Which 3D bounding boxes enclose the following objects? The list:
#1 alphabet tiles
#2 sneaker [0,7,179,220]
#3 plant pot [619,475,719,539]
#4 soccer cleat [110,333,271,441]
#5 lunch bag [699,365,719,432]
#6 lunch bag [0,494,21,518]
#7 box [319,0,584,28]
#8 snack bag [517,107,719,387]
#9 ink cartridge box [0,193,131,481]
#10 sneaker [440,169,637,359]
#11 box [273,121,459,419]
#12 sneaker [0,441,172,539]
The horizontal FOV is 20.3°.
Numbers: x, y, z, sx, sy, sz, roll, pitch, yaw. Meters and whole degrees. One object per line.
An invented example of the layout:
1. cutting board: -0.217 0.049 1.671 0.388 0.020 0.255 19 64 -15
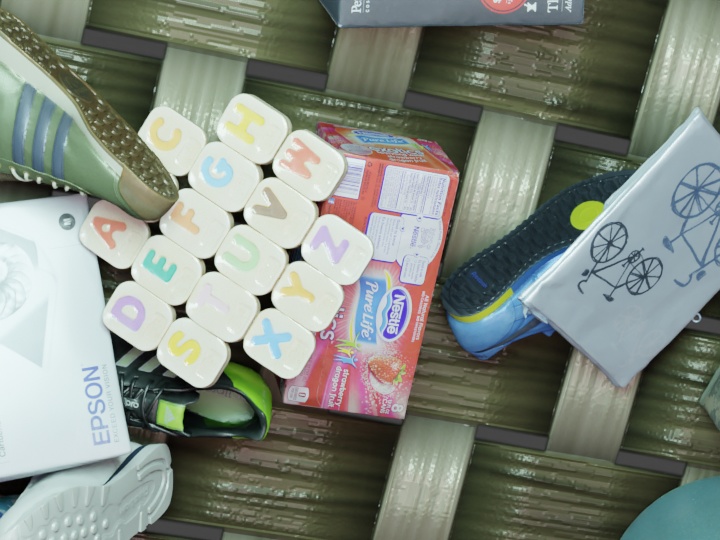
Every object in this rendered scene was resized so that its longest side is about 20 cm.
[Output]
1. alphabet tiles: -0.098 -0.021 1.448 0.195 0.015 0.201 34 97 9
2. sneaker: -0.224 -0.091 1.441 0.200 0.067 0.090 45 108 6
3. plant pot: 0.314 0.289 1.656 0.198 0.135 0.202 -3 110 -9
4. soccer cleat: -0.162 0.092 1.528 0.198 0.081 0.068 7 107 -13
5. lunch bag: 0.369 0.066 1.574 0.117 0.164 0.201 22 104 -11
6. lunch bag: -0.279 0.282 1.534 0.082 0.160 0.201 1 121 -58
7. box: 0.066 -0.280 1.432 0.180 0.104 0.202 -2 109 -8
8. snack bag: 0.227 -0.010 1.553 0.200 0.021 0.188 -47 140 5
9. ink cartridge box: -0.279 0.054 1.456 0.198 0.041 0.201 -10 85 -18
10. sneaker: 0.157 -0.003 1.572 0.199 0.066 0.079 -34 131 -1
11. box: 0.000 0.000 1.519 0.099 0.096 0.202 8 106 -12
12. sneaker: -0.219 0.178 1.486 0.080 0.200 0.077 10 106 25
